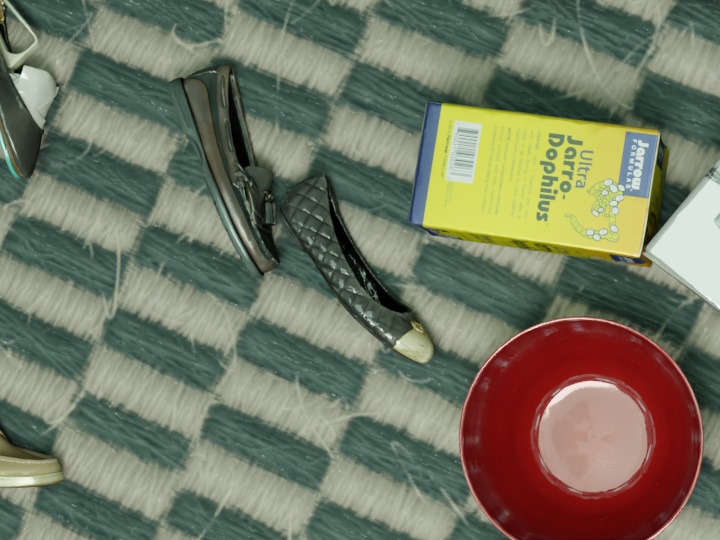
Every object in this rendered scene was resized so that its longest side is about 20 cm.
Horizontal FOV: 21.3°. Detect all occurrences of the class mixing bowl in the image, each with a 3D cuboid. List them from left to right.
[{"bbox_3d":[0.190,0.139,1.609,0.200,0.108,0.200,-1,87,13],"label":"mixing bowl"}]

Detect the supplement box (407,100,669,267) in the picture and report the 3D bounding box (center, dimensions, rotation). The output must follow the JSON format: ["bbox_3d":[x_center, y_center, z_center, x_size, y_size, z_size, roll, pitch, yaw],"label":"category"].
[{"bbox_3d":[0.154,-0.073,1.632,0.200,0.109,0.110,8,88,14],"label":"supplement box"}]

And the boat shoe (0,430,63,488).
[{"bbox_3d":[-0.365,0.159,1.763,0.200,0.072,0.065,8,89,20],"label":"boat shoe"}]

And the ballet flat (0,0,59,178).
[{"bbox_3d":[-0.325,-0.186,1.780,0.068,0.068,0.200,-23,81,2],"label":"ballet flat"}]

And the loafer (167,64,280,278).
[{"bbox_3d":[-0.110,-0.094,1.720,0.063,0.072,0.200,-25,79,5],"label":"loafer"}]

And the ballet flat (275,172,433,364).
[{"bbox_3d":[0.000,0.000,1.685,0.057,0.066,0.200,-42,77,12],"label":"ballet flat"}]

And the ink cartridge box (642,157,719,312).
[{"bbox_3d":[0.331,-0.061,1.570,0.084,0.144,0.200,41,96,13],"label":"ink cartridge box"}]
